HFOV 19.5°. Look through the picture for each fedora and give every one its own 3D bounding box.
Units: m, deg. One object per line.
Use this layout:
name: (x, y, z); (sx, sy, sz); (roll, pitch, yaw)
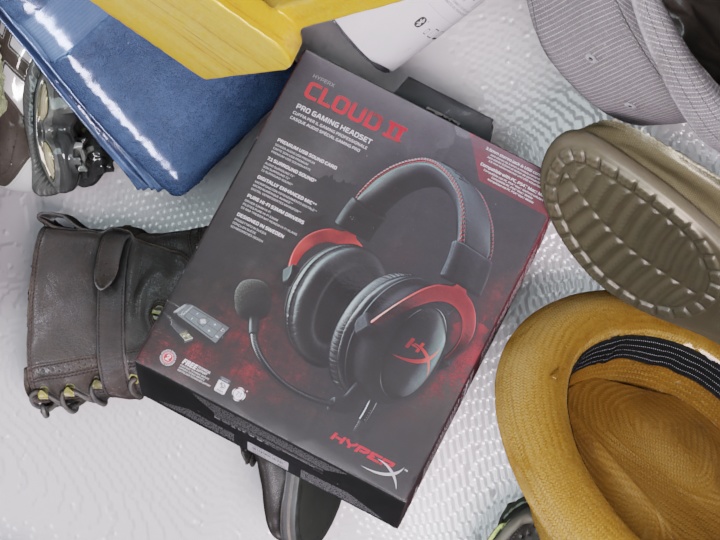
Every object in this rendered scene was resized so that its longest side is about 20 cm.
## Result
fedora: (0.134, -0.140, 0.979); (0.090, 0.200, 0.178); (-11, 54, 36)
fedora: (0.140, 0.106, 0.997); (0.201, 0.200, 0.082); (46, 139, 15)

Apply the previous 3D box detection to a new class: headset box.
headset box: (0.000, 0.000, 1.030); (0.148, 0.075, 0.201); (27, 74, 5)

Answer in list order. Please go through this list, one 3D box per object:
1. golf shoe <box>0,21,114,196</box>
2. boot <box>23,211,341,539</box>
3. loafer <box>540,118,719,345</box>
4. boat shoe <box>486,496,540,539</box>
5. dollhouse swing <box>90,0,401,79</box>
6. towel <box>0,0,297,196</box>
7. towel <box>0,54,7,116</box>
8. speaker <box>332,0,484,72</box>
golf shoe: (-0.187, -0.142, 1.142); (0.094, 0.078, 0.202); (-1, 87, 20)
boot: (-0.098, 0.057, 1.115); (0.172, 0.069, 0.202); (-10, 75, 20)
loafer: (0.174, -0.009, 1.000); (0.199, 0.068, 0.076); (36, 139, -4)
boat shoe: (0.067, 0.209, 1.051); (0.072, 0.060, 0.204); (18, 95, 19)
dollhouse swing: (-0.037, -0.221, 0.991); (0.181, 0.175, 0.201); (34, 63, -19)
towel: (-0.127, -0.144, 1.083); (0.112, 0.048, 0.200); (-43, 107, -13)
towel: (-0.262, -0.155, 1.089); (0.147, 0.037, 0.202); (-4, 69, -10)
speaker: (0.069, -0.189, 1.050); (0.199, 0.081, 0.082); (-37, 77, 16)
